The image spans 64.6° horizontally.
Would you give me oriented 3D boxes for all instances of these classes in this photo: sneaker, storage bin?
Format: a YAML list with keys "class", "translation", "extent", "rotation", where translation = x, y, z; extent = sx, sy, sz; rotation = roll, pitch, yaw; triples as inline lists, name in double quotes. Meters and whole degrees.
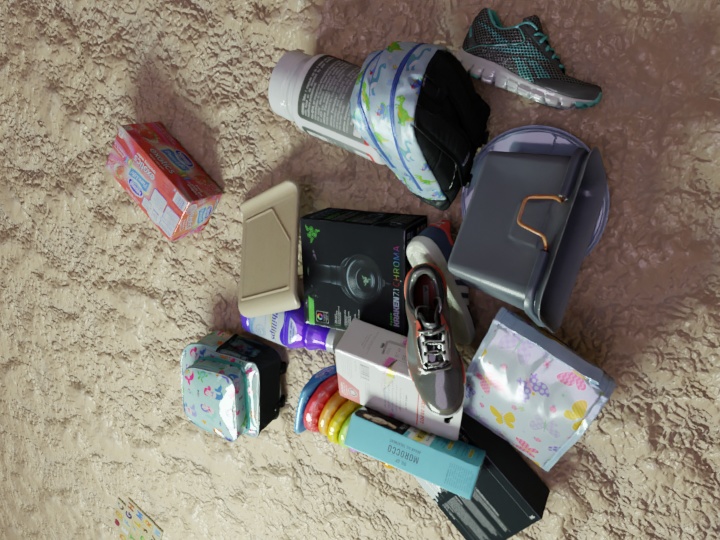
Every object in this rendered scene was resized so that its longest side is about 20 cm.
- class: "sneaker"
  translation: [0.088, 0.089, 0.734]
  extent: [0.075, 0.082, 0.206]
  rotation: [-13, 81, 8]
- class: "sneaker"
  translation: [0.211, -0.265, 0.707]
  extent: [0.197, 0.077, 0.093]
  rotation: [28, 114, 18]
- class: "storage bin"
  translation: [0.193, -0.050, 0.684]
  extent: [0.132, 0.145, 0.205]
  rotation: [17, 84, 33]
- class: "sneaker"
  translation: [0.139, 0.017, 0.843]
  extent: [0.074, 0.085, 0.203]
  rotation: [11, 136, 44]

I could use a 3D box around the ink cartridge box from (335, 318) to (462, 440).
- class: "ink cartridge box"
  translation: [0.065, 0.161, 0.841]
  extent: [0.196, 0.068, 0.118]
  rotation: [19, 137, 20]

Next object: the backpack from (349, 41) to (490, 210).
- class: "backpack"
  translation: [0.076, -0.189, 0.702]
  extent: [0.151, 0.200, 0.167]
  rotation: [24, 90, 16]

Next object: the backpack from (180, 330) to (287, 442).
- class: "backpack"
  translation: [-0.259, 0.216, 1.091]
  extent: [0.196, 0.150, 0.182]
  rotation: [17, 115, 29]

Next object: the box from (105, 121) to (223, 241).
- class: "box"
  translation: [-0.363, -0.167, 1.053]
  extent: [0.200, 0.094, 0.103]
  rotation: [46, 122, 10]

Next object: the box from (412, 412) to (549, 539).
- class: "box"
  translation: [0.178, 0.323, 0.908]
  extent: [0.201, 0.078, 0.141]
  rotation: [48, 124, 9]

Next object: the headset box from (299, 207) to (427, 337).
- class: "headset box"
  translation: [0.000, 0.000, 0.899]
  extent: [0.195, 0.092, 0.179]
  rotation: [9, 109, 28]

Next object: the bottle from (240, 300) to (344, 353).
- class: "bottle"
  translation: [-0.121, 0.094, 1.014]
  extent: [0.196, 0.065, 0.086]
  rotation: [17, 112, 24]

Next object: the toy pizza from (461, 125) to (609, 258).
- class: "toy pizza"
  translation: [0.233, -0.092, 0.773]
  extent: [0.195, 0.032, 0.206]
  rotation: [9, 108, 27]

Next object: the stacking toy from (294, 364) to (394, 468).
- class: "stacking toy"
  translation: [-0.010, 0.261, 0.953]
  extent: [0.198, 0.115, 0.112]
  rotation: [33, 123, 31]

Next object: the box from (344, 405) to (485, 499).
- class: "box"
  translation: [0.081, 0.261, 0.840]
  extent: [0.195, 0.082, 0.050]
  rotation: [18, 94, 18]

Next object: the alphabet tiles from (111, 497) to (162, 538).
- class: "alphabet tiles"
  translation: [-0.585, 0.700, 1.508]
  extent: [0.198, 0.006, 0.169]
  rotation: [34, 120, 17]

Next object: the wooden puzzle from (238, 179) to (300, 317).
- class: "wooden puzzle"
  translation: [-0.150, -0.031, 0.958]
  extent: [0.183, 0.037, 0.206]
  rotation: [-14, 76, 50]

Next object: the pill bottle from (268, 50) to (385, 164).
- class: "pill bottle"
  translation: [-0.029, -0.243, 0.826]
  extent: [0.197, 0.113, 0.116]
  rotation: [27, 117, 20]

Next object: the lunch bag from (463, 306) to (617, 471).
- class: "lunch bag"
  translation: [0.233, 0.149, 0.767]
  extent: [0.167, 0.128, 0.202]
  rotation: [31, 149, 19]
